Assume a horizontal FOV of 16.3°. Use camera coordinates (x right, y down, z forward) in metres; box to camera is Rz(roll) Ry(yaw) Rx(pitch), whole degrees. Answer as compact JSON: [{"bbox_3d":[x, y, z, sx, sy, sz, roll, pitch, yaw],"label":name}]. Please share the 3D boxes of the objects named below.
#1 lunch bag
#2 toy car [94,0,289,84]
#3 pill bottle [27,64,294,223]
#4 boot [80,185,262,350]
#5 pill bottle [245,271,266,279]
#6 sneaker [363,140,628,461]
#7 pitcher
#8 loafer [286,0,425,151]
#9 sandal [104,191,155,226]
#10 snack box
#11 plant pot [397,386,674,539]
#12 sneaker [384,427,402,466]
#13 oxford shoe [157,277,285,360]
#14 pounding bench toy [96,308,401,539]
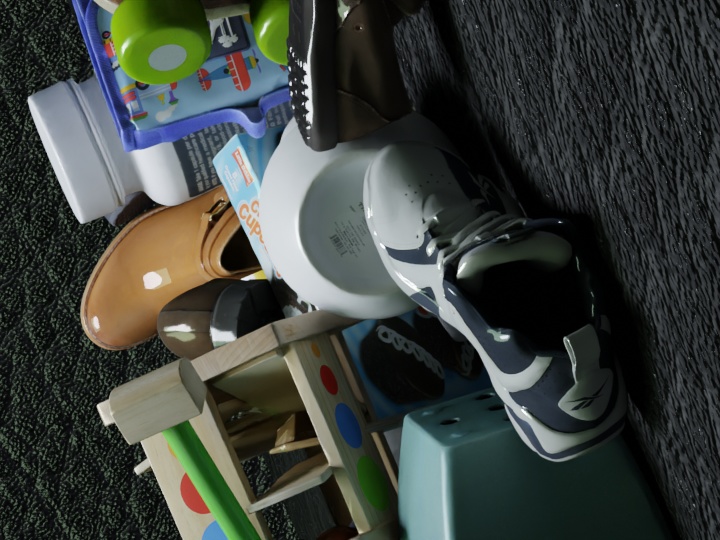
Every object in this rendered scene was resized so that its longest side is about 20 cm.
[{"bbox_3d":[-0.096,-0.162,1.535,0.094,0.150,0.201,82,167,-62],"label":"lunch bag"},{"bbox_3d":[-0.082,-0.232,1.383,0.200,0.157,0.165,99,159,-54],"label":"toy car"},{"bbox_3d":[-0.109,-0.111,1.643,0.120,0.199,0.120,156,90,-81],"label":"pill bottle"},{"bbox_3d":[-0.101,-0.010,1.669,0.074,0.200,0.155,48,179,-16],"label":"boot"},{"bbox_3d":[-0.071,-0.022,1.948,0.113,0.112,0.201,-164,50,-79],"label":"pill bottle"},{"bbox_3d":[0.065,-0.011,1.249,0.130,0.079,0.200,85,160,-61],"label":"sneaker"},{"bbox_3d":[0.019,-0.020,1.445,0.172,0.121,0.200,50,-176,-7],"label":"pitcher"},{"bbox_3d":[-0.002,-0.161,1.306,0.073,0.071,0.201,-115,22,-56],"label":"loafer"},{"bbox_3d":[-0.109,-0.100,1.752,0.043,0.200,0.076,50,142,8],"label":"sandal"},{"bbox_3d":[0.000,0.000,1.559,0.037,0.116,0.201,-42,69,46],"label":"snack box"},{"bbox_3d":[0.096,0.167,1.349,0.141,0.141,0.201,-145,40,-74],"label":"plant pot"},{"bbox_3d":[0.034,0.117,1.578,0.076,0.090,0.201,83,169,-54],"label":"sneaker"},{"bbox_3d":[-0.064,0.032,1.618,0.200,0.084,0.073,14,-101,-63],"label":"oxford shoe"},{"bbox_3d":[-0.059,0.121,1.407,0.157,0.124,0.200,67,-158,4],"label":"pounding bench toy"}]
